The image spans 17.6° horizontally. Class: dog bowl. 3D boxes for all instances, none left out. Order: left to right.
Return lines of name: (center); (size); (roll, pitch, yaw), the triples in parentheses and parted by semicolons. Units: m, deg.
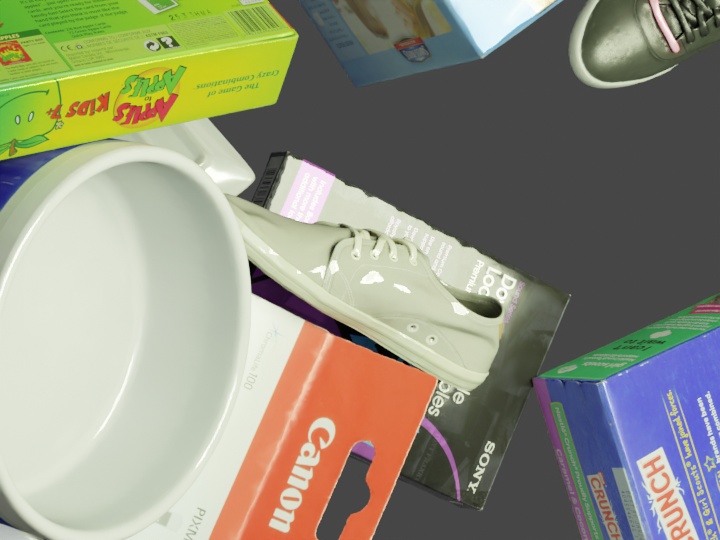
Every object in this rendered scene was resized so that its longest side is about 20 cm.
dog bowl: (-0.145, 0.031, 1.156); (0.200, 0.079, 0.201); (-22, 117, -51)

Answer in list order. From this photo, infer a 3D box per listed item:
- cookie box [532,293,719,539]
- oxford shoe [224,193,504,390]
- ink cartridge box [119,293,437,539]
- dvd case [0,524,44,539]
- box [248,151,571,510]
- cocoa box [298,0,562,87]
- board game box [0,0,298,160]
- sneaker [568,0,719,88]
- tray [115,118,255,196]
cookie box: (0.221, 0.109, 1.395); (0.200, 0.075, 0.171); (-21, 98, -30)
oxford shoe: (0.000, 0.000, 1.288); (0.200, 0.075, 0.058); (29, 102, -24)
ink cartridge box: (-0.080, 0.089, 1.266); (0.200, 0.047, 0.160); (22, 82, 12)
dvd case: (-0.200, 0.207, 1.218); (0.200, 0.018, 0.143); (41, 77, -15)
box: (0.010, 0.037, 1.352); (0.200, 0.036, 0.143); (26, 82, -19)
cocoa box: (0.043, -0.194, 1.275); (0.131, 0.200, 0.133); (-37, 101, -16)
board game box: (-0.142, -0.113, 1.134); (0.200, 0.048, 0.102); (-15, 51, -36)
sneaker: (0.221, -0.170, 1.396); (0.200, 0.099, 0.071); (-28, 102, -17)
tray: (-0.166, -0.038, 1.267); (0.200, 0.022, 0.107); (-34, 70, -17)
